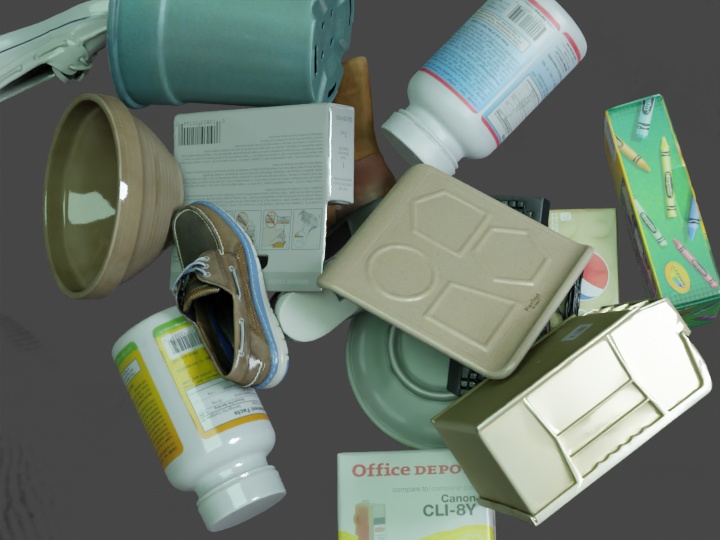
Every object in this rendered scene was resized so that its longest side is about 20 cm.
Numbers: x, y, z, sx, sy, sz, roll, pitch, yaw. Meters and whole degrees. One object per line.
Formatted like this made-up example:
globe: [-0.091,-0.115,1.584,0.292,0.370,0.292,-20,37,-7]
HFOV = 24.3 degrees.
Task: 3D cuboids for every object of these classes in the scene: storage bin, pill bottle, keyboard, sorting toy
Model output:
storage bin: [0.177,0.113,1.427,0.198,0.200,0.094,-35,92,-9]
pill bottle: [0.118,-0.181,1.633,0.200,0.109,0.109,-45,75,-4]
keyboard: [0.151,0.029,1.563,0.127,0.021,0.201,5,79,17]
pill bottle: [-0.149,0.141,1.592,0.111,0.111,0.200,-27,75,1]
sorting toy: [0.087,0.001,1.518,0.200,0.037,0.185,26,51,17]

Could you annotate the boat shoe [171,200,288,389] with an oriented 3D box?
boat shoe: [-0.133,0.017,1.556,0.072,0.072,0.200,-43,63,29]

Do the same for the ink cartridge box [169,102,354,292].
ink cartridge box: [-0.097,-0.067,1.608,0.199,0.045,0.177,0,88,38]

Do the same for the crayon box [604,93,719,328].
crayon box: [0.283,-0.050,1.574,0.058,0.119,0.201,-15,76,4]

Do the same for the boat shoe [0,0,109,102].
boat shoe: [-0.305,-0.224,1.728,0.199,0.074,0.066,-19,79,13]

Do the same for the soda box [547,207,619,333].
soda box: [0.213,0.045,1.590,0.067,0.064,0.201,-1,76,7]

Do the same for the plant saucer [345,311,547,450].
plant saucer: [0.081,0.074,1.608,0.199,0.050,0.201,-2,76,7]

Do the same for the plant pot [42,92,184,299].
plant pot: [-0.236,-0.070,1.642,0.092,0.201,0.202,3,73,-32]

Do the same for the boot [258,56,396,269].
boot: [-0.063,-0.104,1.664,0.188,0.068,0.201,-20,69,14]

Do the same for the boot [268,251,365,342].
boot: [0.000,0.000,1.611,0.199,0.090,0.073,-26,101,-9]

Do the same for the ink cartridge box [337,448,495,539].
ink cartridge box: [0.053,0.267,1.548,0.145,0.083,0.201,-3,76,7]

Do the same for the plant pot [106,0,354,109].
plant pot: [-0.118,-0.243,1.628,0.195,0.200,0.201,9,78,12]
